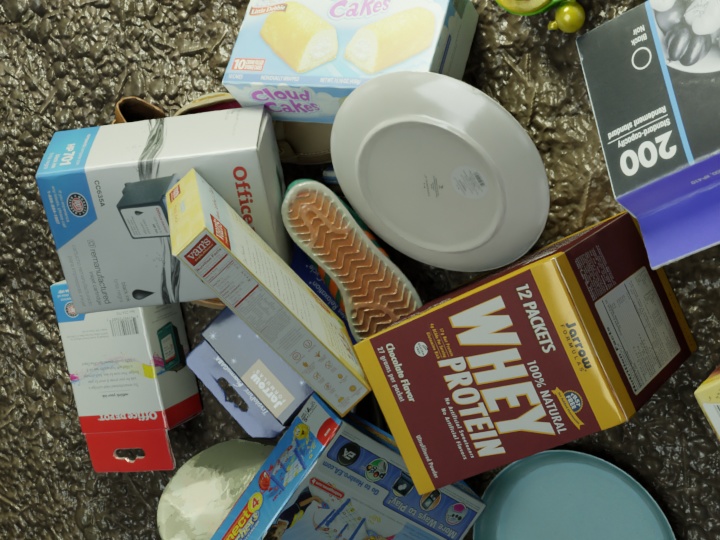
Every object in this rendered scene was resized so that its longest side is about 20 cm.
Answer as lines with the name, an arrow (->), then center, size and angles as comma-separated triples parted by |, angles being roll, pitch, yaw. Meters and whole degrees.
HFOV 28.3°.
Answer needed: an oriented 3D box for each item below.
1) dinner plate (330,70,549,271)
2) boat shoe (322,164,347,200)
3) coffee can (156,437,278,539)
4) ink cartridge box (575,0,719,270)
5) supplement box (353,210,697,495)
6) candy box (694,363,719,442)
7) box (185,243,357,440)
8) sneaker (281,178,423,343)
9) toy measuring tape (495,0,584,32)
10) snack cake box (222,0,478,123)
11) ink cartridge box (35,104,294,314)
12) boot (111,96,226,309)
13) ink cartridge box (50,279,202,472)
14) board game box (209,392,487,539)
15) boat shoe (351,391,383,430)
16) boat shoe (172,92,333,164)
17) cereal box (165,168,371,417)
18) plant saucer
dinner plate -> 0.061, -0.074, 1.188 | 0.197, 0.024, 0.202 | 16, 134, 17
boat shoe -> 0.054, -0.061, 1.265 | 0.198, 0.072, 0.073 | 7, 115, 32
coffee can -> -0.093, 0.279, 1.344 | 0.144, 0.147, 0.202 | 8, 135, 27
ink cartridge box -> 0.275, -0.128, 1.098 | 0.197, 0.043, 0.203 | -25, 69, 34
supplement box -> 0.139, 0.063, 1.173 | 0.196, 0.199, 0.134 | -25, 90, 31
candy box -> 0.366, 0.061, 1.095 | 0.199, 0.116, 0.057 | -33, 86, 32
box -> -0.063, 0.056, 1.335 | 0.200, 0.032, 0.121 | -46, 79, 4
sneaker -> 0.000, 0.000, 1.283 | 0.071, 0.080, 0.201 | -32, 101, 6
toy measuring tape -> 0.119, -0.277, 1.176 | 0.073, 0.073, 0.201 | -35, 85, 31
snack cake box -> -0.008, -0.191, 1.237 | 0.197, 0.067, 0.117 | 5, 68, 27
ink cartridge box -> -0.169, -0.053, 1.266 | 0.197, 0.086, 0.148 | -6, 121, 8
boot -> -0.165, -0.064, 1.353 | 0.199, 0.077, 0.156 | 40, 141, 16
ink cartridge box -> -0.236, 0.100, 1.468 | 0.115, 0.067, 0.203 | -6, 100, 30
board game box -> -0.019, 0.233, 1.228 | 0.197, 0.199, 0.056 | -54, 38, 3
boat shoe -> 0.000, 0.182, 1.358 | 0.064, 0.072, 0.203 | -10, 92, 35
boat shoe -> -0.088, -0.130, 1.326 | 0.197, 0.069, 0.075 | 2, 105, 29
cereal box -> -0.078, 0.016, 1.170 | 0.039, 0.144, 0.200 | -41, 112, 7
plant saucer -> 0.197, 0.255, 1.291 | 0.198, 0.027, 0.203 | 8, 106, 28
